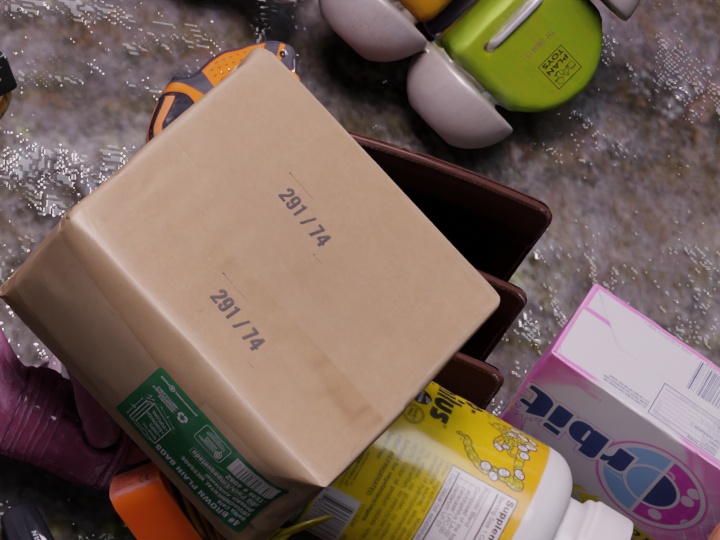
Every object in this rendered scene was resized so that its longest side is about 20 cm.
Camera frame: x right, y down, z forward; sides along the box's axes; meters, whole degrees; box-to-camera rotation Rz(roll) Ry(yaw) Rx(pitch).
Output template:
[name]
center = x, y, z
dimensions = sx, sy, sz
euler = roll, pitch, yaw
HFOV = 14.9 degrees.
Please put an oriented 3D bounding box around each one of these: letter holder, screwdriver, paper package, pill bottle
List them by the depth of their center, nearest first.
[paper package]
center = -0.059, 0.015, 1.483
dimensions = 0.200, 0.103, 0.191
euler = 47, 52, -1
[screwdriver]
center = -0.155, 0.217, 1.521
dimensions = 0.029, 0.028, 0.200
euler = 9, 48, -51
[pill bottle]
center = 0.053, 0.134, 1.603
dimensions = 0.200, 0.113, 0.113
euler = 29, 54, -1
[letter holder]
center = 0.000, 0.000, 1.647
dimensions = 0.199, 0.142, 0.101
euler = 18, 55, -10

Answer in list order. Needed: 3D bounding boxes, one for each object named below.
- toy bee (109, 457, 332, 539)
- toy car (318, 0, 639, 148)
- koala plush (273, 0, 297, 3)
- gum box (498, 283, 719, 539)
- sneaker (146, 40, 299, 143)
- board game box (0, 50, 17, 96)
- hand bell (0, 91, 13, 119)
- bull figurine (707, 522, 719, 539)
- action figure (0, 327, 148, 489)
[toy bee]
center = -0.072, 0.179, 1.546
dimensions = 0.130, 0.201, 0.109
euler = -2, 22, 17
[toy car]
center = 0.072, -0.192, 1.797
dimensions = 0.175, 0.150, 0.200
euler = -46, 108, 4
[koala plush]
center = -0.083, -0.277, 1.784
dimensions = 0.177, 0.184, 0.201
euler = 23, 66, -5
[gum box]
center = 0.190, 0.112, 1.668
dimensions = 0.200, 0.114, 0.066
euler = 35, 53, 2
[sneaker]
center = -0.032, -0.084, 1.728
dimensions = 0.199, 0.078, 0.112
euler = 17, 56, -11
[board game box]
center = -0.310, -0.096, 1.542
dimensions = 0.200, 0.028, 0.135
euler = -32, 48, -16
[hand bell]
center = -0.272, -0.181, 1.708
dimensions = 0.104, 0.104, 0.200
euler = 7, 44, -17
[bull figurine]
center = 0.198, 0.237, 1.595
dimensions = 0.121, 0.065, 0.200
euler = 38, 84, -31
[action figure]
center = -0.187, 0.080, 1.533
dimensions = 0.199, 0.134, 0.149
euler = 20, 55, -5
